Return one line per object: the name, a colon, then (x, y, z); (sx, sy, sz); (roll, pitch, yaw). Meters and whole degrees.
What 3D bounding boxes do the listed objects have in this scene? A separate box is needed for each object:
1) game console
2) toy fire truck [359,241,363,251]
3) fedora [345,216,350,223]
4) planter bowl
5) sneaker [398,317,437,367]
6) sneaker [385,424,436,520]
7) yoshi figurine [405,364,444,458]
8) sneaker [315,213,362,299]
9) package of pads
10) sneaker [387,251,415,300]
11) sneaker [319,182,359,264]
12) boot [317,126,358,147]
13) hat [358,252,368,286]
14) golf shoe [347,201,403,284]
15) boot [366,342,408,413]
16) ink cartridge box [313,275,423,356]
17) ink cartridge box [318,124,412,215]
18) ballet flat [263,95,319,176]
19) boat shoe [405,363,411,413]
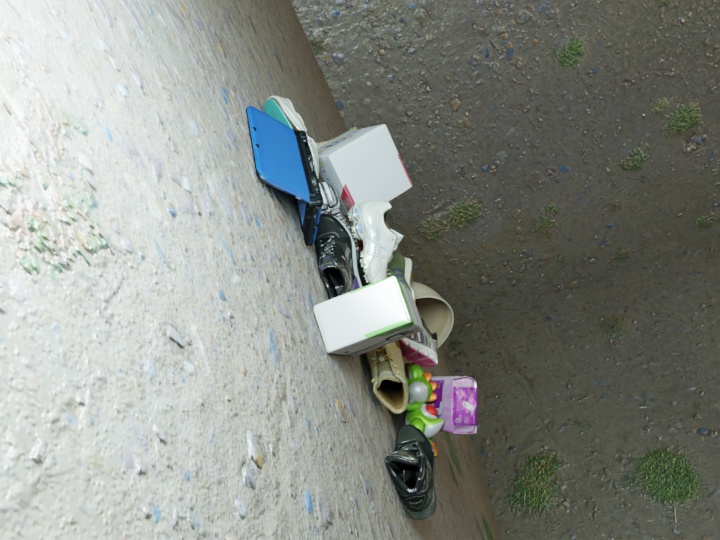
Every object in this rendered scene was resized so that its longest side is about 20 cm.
game console: (-0.142, -0.167, 1.059); (0.171, 0.118, 0.200); (107, -25, -48)
toy fire truck: (0.023, -0.034, 1.474); (0.200, 0.128, 0.176); (42, 27, -56)
fedora: (-0.039, -0.192, 1.552); (0.200, 0.090, 0.177); (60, 12, -49)
planter bowl: (0.105, 0.103, 1.423); (0.200, 0.200, 0.135); (61, -1, -42)
sneaker: (0.094, 0.133, 1.308); (0.200, 0.074, 0.088); (33, 51, -15)
sneaker: (0.092, 0.339, 1.086); (0.200, 0.076, 0.114); (-87, 161, -59)
yoshi figurine: (0.105, 0.306, 1.283); (0.112, 0.112, 0.200); (126, -32, -53)
sneaker: (-0.049, -0.024, 1.127); (0.200, 0.076, 0.088); (70, 14, 14)
package of pads: (0.179, 0.300, 1.336); (0.200, 0.075, 0.121); (-19, -114, 62)
sneaker: (0.064, 0.024, 1.285); (0.090, 0.067, 0.200); (30, 35, -20)
sneaker: (-0.054, -0.083, 1.248); (0.116, 0.075, 0.201); (177, -102, -86)
boot: (-0.040, -0.235, 1.422); (0.073, 0.155, 0.200); (46, 24, -71)
hat: (0.000, 0.000, 1.345); (0.201, 0.081, 0.201); (-23, 90, -82)
golf shoe: (0.042, -0.039, 1.161); (0.078, 0.097, 0.201); (-89, 166, -82)
boot: (0.041, 0.166, 1.168); (0.156, 0.073, 0.200); (-91, 163, -71)
ink cartridge box: (0.022, 0.085, 1.029); (0.200, 0.145, 0.084); (37, 32, -74)
ink cartridge box: (-0.015, -0.214, 1.284); (0.146, 0.144, 0.200); (62, -16, -18)
ballet flat: (-0.124, -0.265, 1.199); (0.200, 0.069, 0.069); (63, 8, 0)
boat shoe: (0.126, 0.274, 1.487); (0.076, 0.072, 0.200); (58, 16, -52)
